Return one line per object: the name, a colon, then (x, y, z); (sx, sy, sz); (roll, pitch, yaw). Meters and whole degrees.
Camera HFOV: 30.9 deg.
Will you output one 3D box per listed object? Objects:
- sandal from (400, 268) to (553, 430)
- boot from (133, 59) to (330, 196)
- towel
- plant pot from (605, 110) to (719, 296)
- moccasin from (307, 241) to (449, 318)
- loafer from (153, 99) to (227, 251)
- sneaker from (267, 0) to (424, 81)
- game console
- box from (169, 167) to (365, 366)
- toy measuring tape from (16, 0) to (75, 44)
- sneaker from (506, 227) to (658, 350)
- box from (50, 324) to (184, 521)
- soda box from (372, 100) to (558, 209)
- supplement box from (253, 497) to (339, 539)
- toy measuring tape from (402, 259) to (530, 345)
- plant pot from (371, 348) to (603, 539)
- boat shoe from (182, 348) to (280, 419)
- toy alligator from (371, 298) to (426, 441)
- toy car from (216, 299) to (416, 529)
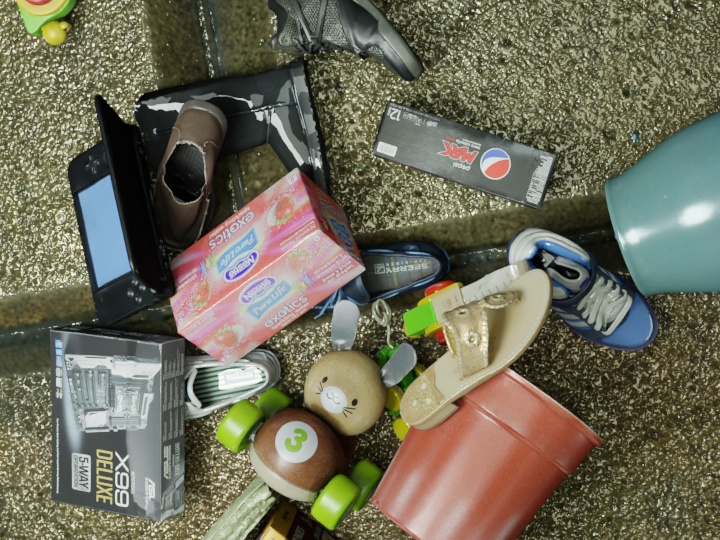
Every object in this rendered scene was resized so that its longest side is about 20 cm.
sandal: (0.100, 0.073, 1.296); (0.069, 0.078, 0.212); (28, 113, -36)
boot: (-0.142, -0.137, 1.465); (0.197, 0.066, 0.167); (-12, 96, 5)
towel: (-0.151, 0.295, 1.454); (0.036, 0.148, 0.201); (40, 98, 2)
plant pot: (0.369, -0.063, 1.385); (0.186, 0.200, 0.202); (-20, 92, 20)
moccasin: (0.000, 0.000, 1.463); (0.198, 0.068, 0.081); (-16, 92, 5)
loafer: (-0.199, -0.093, 1.430); (0.072, 0.071, 0.201); (17, 131, 2)
sneaker: (-0.025, -0.259, 1.448); (0.199, 0.076, 0.114); (41, 97, 3)
game console: (-0.278, -0.059, 1.402); (0.175, 0.116, 0.202); (-23, 74, 35)
box: (-0.107, -0.001, 1.422); (0.199, 0.095, 0.103); (-34, 48, 15)
toy measuring tape: (-0.366, -0.353, 1.458); (0.073, 0.074, 0.202); (-20, 93, 5)
sneaker: (0.243, 0.026, 1.411); (0.199, 0.146, 0.081); (36, 95, 1)
box: (-0.274, 0.170, 1.467); (0.156, 0.050, 0.203); (6, 98, 27)
soda box: (0.115, -0.128, 1.447); (0.198, 0.071, 0.064); (19, 93, 2)
supplement box: (-0.070, 0.406, 1.461); (0.199, 0.133, 0.198); (35, 95, 0)
toy measuring tape: (0.125, 0.034, 1.431); (0.199, 0.073, 0.074); (-28, 92, 40)
plant pot: (0.123, 0.208, 1.388); (0.200, 0.201, 0.196); (35, 85, 1)
boat shoe: (-0.190, 0.130, 1.483); (0.198, 0.067, 0.074); (-19, 92, 6)
toy alligator: (0.040, 0.126, 1.471); (0.054, 0.059, 0.202); (-9, 108, 46)
toy car: (-0.027, 0.142, 1.407); (0.164, 0.158, 0.201); (36, 104, 13)
